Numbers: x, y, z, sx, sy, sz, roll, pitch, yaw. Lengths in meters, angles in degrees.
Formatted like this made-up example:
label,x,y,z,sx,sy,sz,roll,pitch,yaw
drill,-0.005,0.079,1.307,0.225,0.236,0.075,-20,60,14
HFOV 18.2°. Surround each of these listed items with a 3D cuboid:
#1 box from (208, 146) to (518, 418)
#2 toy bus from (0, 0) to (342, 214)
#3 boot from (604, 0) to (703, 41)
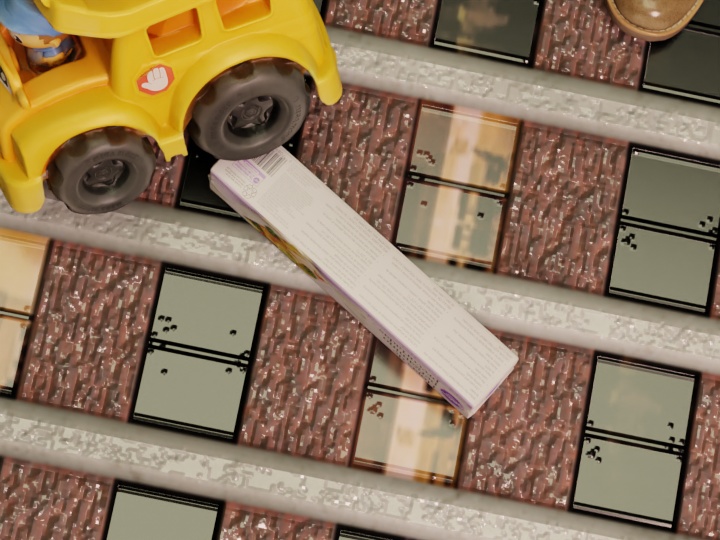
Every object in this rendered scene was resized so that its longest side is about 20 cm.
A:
label,x,y,z,sx,sy,sz,roll,pitch,yaw
box,0.000,0.000,1.249,0.200,0.039,0.041,41,77,6
toy bus,-0.124,-0.145,1.182,0.199,0.192,0.136,-22,57,-7
boot,0.192,-0.231,1.302,0.073,0.075,0.201,21,77,-1
